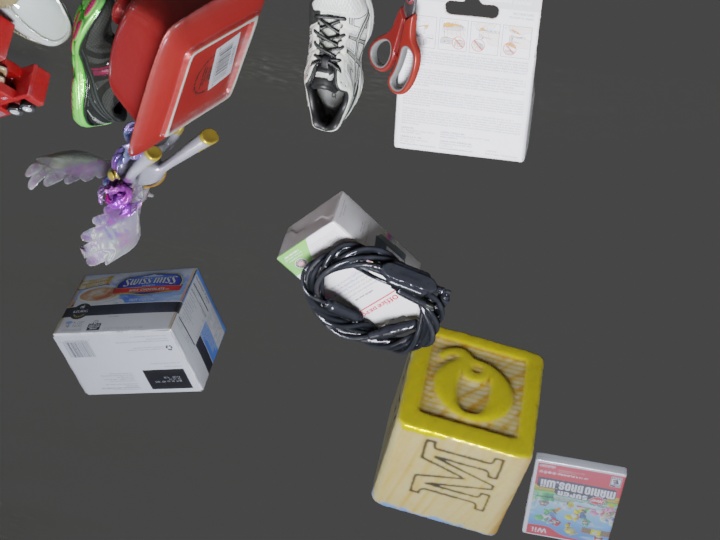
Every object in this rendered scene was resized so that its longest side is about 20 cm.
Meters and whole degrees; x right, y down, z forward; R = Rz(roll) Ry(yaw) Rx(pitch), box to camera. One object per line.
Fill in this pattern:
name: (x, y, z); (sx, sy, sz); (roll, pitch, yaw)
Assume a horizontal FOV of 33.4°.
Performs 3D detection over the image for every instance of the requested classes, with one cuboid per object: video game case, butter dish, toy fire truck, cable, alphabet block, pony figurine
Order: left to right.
toy fire truck: (-0.467, -0.245, 1.491); (0.198, 0.049, 0.141); (-7, 155, 36)
pony figurine: (-0.300, -0.117, 1.538); (0.200, 0.192, 0.167); (-39, 81, 41)
butter dish: (-0.223, -0.267, 1.382); (0.147, 0.199, 0.201); (38, 135, 11)
cable: (0.014, 0.038, 1.588); (0.198, 0.051, 0.164); (18, 139, -6)
alphabet block: (0.139, 0.228, 1.724); (0.194, 0.197, 0.201); (14, 137, 0)
video game case: (0.340, 0.369, 1.923); (0.141, 0.018, 0.201); (9, 135, 8)

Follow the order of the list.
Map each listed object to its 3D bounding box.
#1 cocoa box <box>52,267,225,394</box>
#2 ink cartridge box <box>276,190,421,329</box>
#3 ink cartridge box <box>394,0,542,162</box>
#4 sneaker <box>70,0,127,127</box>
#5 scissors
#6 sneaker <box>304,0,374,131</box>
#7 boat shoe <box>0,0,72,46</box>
cocoa box: (-0.321, 0.090, 1.767); (0.198, 0.132, 0.134); (-4, 132, 20)
ink cartridge box: (0.000, 0.000, 1.630); (0.117, 0.068, 0.200); (-30, 118, 35)
ink cartridge box: (0.125, -0.233, 1.398); (0.159, 0.050, 0.202); (8, 116, 9)
sneaker: (-0.313, -0.262, 1.478); (0.083, 0.077, 0.201); (3, 140, -11)
scissors: (0.060, -0.290, 1.343); (0.073, 0.014, 0.201); (47, 135, 24)
sneaker: (-0.028, -0.250, 1.384); (0.075, 0.088, 0.201); (8, 133, 11)
boat shoe: (-0.411, -0.342, 1.403); (0.200, 0.075, 0.068); (47, 164, -27)
